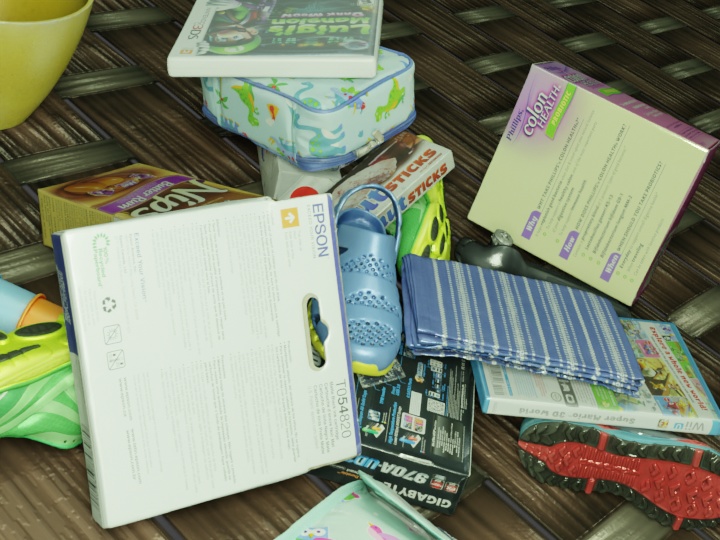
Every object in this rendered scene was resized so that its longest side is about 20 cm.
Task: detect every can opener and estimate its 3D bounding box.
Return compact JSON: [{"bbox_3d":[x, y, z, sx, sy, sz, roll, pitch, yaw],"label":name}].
[{"bbox_3d":[0.177,0.015,1.108,0.197,0.080,0.064,16,20,-20],"label":"can opener"}]

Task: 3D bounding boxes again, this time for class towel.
[{"bbox_3d":[0.130,0.043,0.943,0.197,0.024,0.145,13,28,-8],"label":"towel"}]

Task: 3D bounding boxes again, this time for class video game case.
[{"bbox_3d":[0.189,0.080,0.946,0.196,0.018,0.144,6,30,-7],"label":"video game case"},{"bbox_3d":[-0.078,-0.237,1.115,0.196,0.024,0.183,1,33,3],"label":"video game case"}]

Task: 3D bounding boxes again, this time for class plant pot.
[{"bbox_3d":[-0.370,-0.224,1.102,0.197,0.144,0.201,13,33,-9],"label":"plant pot"}]

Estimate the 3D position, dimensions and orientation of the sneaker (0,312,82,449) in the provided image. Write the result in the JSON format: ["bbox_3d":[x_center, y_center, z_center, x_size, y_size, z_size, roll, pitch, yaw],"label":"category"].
[{"bbox_3d":[-0.203,0.078,0.805,0.197,0.085,0.074,-10,31,-29],"label":"sneaker"}]

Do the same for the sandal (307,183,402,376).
[{"bbox_3d":[0.000,0.000,0.927,0.078,0.088,0.202,10,40,-14],"label":"sandal"}]

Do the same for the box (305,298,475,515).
[{"bbox_3d":[0.014,0.095,0.923,0.156,0.047,0.201,16,33,-3],"label":"box"}]

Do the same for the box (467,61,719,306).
[{"bbox_3d":[0.242,-0.095,1.176,0.198,0.178,0.096,29,22,17],"label":"box"}]

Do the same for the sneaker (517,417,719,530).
[{"bbox_3d":[0.230,0.142,0.935,0.197,0.080,0.096,19,31,0],"label":"sneaker"}]

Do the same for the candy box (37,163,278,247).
[{"bbox_3d":[-0.169,-0.040,0.958,0.198,0.057,0.116,18,27,37],"label":"candy box"}]

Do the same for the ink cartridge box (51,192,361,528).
[{"bbox_3d":[-0.102,0.056,0.784,0.197,0.203,0.040,-10,7,-28],"label":"ink cartridge box"}]

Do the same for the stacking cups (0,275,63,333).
[{"bbox_3d":[-0.274,0.037,0.866,0.198,0.061,0.061,26,33,0],"label":"stacking cups"}]

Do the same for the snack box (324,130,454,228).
[{"bbox_3d":[-0.001,-0.061,1.071,0.071,0.025,0.200,28,59,38],"label":"snack box"}]

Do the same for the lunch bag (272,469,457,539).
[{"bbox_3d":[0.028,0.217,0.691,0.169,0.123,0.199,30,27,21],"label":"lunch bag"}]

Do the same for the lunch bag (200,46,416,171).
[{"bbox_3d":[-0.050,-0.181,1.122,0.198,0.084,0.160,26,44,33],"label":"lunch bag"}]

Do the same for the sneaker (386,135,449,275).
[{"bbox_3d":[0.045,-0.054,1.134,0.082,0.075,0.202,-12,40,11],"label":"sneaker"}]

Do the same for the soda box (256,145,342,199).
[{"bbox_3d":[-0.069,-0.126,1.181,0.067,0.064,0.201,7,35,-14],"label":"soda box"}]
